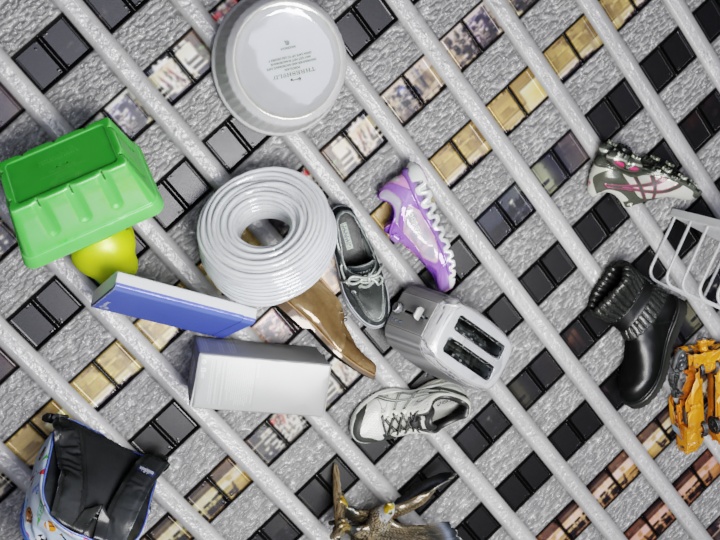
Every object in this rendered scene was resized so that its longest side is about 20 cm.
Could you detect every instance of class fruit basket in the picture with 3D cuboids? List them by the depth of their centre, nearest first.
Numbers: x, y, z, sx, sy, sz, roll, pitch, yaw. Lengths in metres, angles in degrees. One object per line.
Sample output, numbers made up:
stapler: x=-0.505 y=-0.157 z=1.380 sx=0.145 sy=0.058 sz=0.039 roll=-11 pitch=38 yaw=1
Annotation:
fruit basket: x=-0.368 y=-0.075 z=1.194 sx=0.212 sy=0.157 sz=0.217 roll=-22 pitch=147 yaw=-15

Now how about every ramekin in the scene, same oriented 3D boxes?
ramekin: x=-0.108 y=-0.292 z=1.229 sx=0.198 sy=0.094 sz=0.207 roll=-3 pitch=100 yaw=-15

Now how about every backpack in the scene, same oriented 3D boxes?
backpack: x=-0.381 y=0.324 z=1.213 sx=0.197 sy=0.191 sz=0.156 roll=26 pitch=109 yaw=-18

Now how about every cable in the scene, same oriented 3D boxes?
cable: x=-0.130 y=-0.050 z=1.225 sx=0.196 sy=0.202 sz=0.070 roll=-17 pitch=147 yaw=-8

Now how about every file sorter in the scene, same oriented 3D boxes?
file sorter: x=0.585 y=-0.003 z=1.414 sx=0.137 sy=0.200 sz=0.126 roll=22 pitch=95 yaw=-17

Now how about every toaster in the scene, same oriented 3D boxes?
toaster: x=0.140 y=0.109 z=1.336 sx=0.199 sy=0.129 sz=0.115 roll=36 pitch=81 yaw=-24

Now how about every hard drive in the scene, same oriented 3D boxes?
hard drive: x=-0.259 y=0.051 z=1.214 sx=0.197 sy=0.131 sz=0.026 roll=17 pitch=69 yaw=-27

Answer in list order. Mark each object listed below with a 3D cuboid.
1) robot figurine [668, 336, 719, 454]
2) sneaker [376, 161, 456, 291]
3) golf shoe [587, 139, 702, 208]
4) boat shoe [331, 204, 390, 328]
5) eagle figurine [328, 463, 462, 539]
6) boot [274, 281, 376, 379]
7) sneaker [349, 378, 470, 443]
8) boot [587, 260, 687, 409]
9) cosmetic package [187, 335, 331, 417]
robot figurine: x=0.593 y=0.211 z=1.526 sx=0.142 sy=0.058 sz=0.204 roll=-10 pitch=103 yaw=-14
sneaker: x=0.083 y=-0.058 z=1.336 sx=0.087 sy=0.081 sz=0.203 roll=-23 pitch=100 yaw=-3
golf shoe: x=0.460 y=-0.144 z=1.432 sx=0.196 sy=0.078 sz=0.089 roll=16 pitch=115 yaw=-15
boat shoe: x=0.002 y=-0.001 z=1.323 sx=0.072 sy=0.068 sz=0.203 roll=-17 pitch=104 yaw=-11
eagle figurine: x=0.052 y=0.388 z=1.361 sx=0.196 sy=0.151 sz=0.155 roll=5 pitch=88 yaw=-8
boot: x=-0.037 y=0.086 z=1.331 sx=0.200 sy=0.073 sz=0.076 roll=44 pitch=77 yaw=-15
sneaker: x=0.079 y=0.224 z=1.374 sx=0.196 sy=0.088 sz=0.077 roll=-19 pitch=106 yaw=-10
boot: x=0.440 y=0.106 z=1.453 sx=0.156 sy=0.079 sz=0.215 roll=25 pitch=82 yaw=-25
cosmetic package: x=-0.150 y=0.155 z=1.290 sx=0.196 sy=0.107 sz=0.092 roll=10 pitch=97 yaw=-15
